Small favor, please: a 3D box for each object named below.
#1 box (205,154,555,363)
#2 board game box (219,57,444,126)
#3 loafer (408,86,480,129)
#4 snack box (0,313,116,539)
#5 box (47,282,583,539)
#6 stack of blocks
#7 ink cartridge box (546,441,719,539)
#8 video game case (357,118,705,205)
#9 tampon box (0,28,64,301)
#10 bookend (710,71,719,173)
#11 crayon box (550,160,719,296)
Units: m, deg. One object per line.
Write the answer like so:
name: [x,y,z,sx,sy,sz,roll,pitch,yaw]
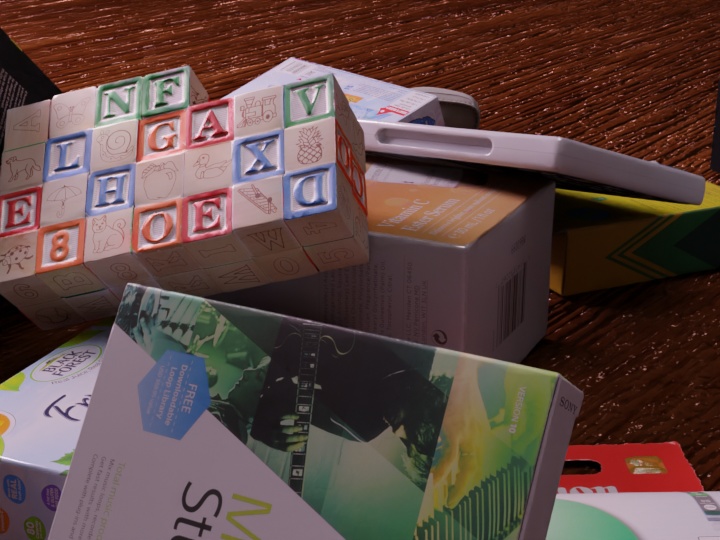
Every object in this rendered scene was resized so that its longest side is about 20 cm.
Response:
box: [0.000,0.000,0.825,0.198,0.108,0.152,10,22,23]
board game box: [-0.067,-0.098,1.102,0.199,0.041,0.199,-34,35,-26]
loafer: [0.020,-0.118,1.215,0.198,0.071,0.070,-14,27,-14]
snack box: [-0.105,0.077,0.691,0.141,0.054,0.200,6,21,21]
box: [-0.026,0.093,0.527,0.198,0.146,0.036,10,-11,25]
stack of blocks: [-0.098,-0.048,0.746,0.198,0.059,0.116,-11,60,15]
ink cartridge box: [0.097,0.109,0.616,0.159,0.051,0.200,-1,22,-2]
video game case: [0.104,-0.073,0.895,0.181,0.024,0.199,11,3,38]
tampon box: [-0.273,-0.071,0.856,0.148,0.128,0.200,6,-17,15]
bookend: [0.443,-0.116,1.166,0.197,0.093,0.200,-9,23,-24]
crayon box: [0.170,-0.033,0.996,0.198,0.051,0.127,-9,21,-24]
